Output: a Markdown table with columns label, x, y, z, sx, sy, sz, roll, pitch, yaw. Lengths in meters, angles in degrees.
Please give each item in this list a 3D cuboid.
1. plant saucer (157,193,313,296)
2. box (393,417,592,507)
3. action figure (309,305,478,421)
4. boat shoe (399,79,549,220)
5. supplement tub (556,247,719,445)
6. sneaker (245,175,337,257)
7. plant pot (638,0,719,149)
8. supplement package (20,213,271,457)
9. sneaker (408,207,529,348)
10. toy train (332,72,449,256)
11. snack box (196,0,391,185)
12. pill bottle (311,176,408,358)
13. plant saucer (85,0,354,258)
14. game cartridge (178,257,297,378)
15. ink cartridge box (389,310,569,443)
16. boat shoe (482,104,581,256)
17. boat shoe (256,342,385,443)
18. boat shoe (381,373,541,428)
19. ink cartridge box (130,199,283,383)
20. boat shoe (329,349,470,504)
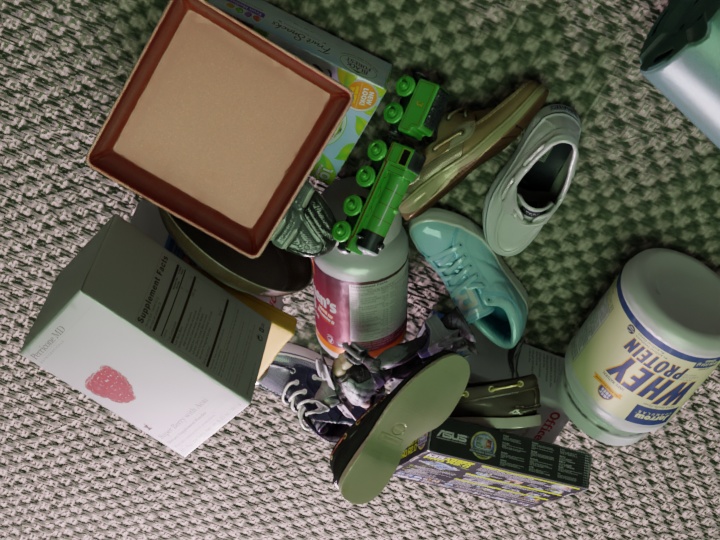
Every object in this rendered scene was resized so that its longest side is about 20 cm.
| label | x | y | z | sx | sy | sz | roll | pitch | yaw |
| --- | --- | --- | --- | --- | --- | --- | --- | --- | --- |
| plant saucer | -0.139 | -0.038 | 1.293 | 0.199 | 0.201 | 0.032 | 31 | 114 | -18 |
| box | 0.146 | 0.227 | 1.420 | 0.199 | 0.045 | 0.160 | 15 | 157 | -12 |
| action figure | 0.032 | 0.109 | 1.354 | 0.199 | 0.070 | 0.130 | -27 | 145 | -1 |
| boat shoe | 0.104 | -0.135 | 1.248 | 0.200 | 0.071 | 0.065 | -39 | 82 | 17 |
| supplement tub | 0.319 | 0.090 | 1.366 | 0.144 | 0.146 | 0.201 | 20 | 132 | -8 |
| sneaker | -0.103 | -0.092 | 1.299 | 0.199 | 0.116 | 0.075 | 36 | 100 | -2 |
| plant pot | 0.371 | -0.180 | 1.093 | 0.196 | 0.201 | 0.200 | 35 | 129 | -11 |
| supplement package | -0.209 | 0.067 | 1.202 | 0.200 | 0.120 | 0.121 | 36 | 127 | -20 |
| sneaker | 0.127 | 0.012 | 1.373 | 0.074 | 0.082 | 0.200 | -32 | 120 | 31 |
| toy train | 0.032 | -0.105 | 1.235 | 0.056 | 0.201 | 0.042 | 25 | -177 | 30 |
| snack box | -0.087 | -0.191 | 1.247 | 0.199 | 0.053 | 0.142 | 25 | 132 | -11 |
| pill bottle | 0.000 | 0.000 | 1.366 | 0.109 | 0.110 | 0.201 | 4 | 132 | 6 |
| plant saucer | -0.138 | -0.144 | 1.197 | 0.199 | 0.037 | 0.201 | 30 | 107 | -11 |
| game cartridge | -0.189 | 0.079 | 1.309 | 0.176 | 0.033 | 0.200 | 28 | 128 | -15 |
| ink cartridge box | 0.149 | 0.154 | 1.496 | 0.199 | 0.084 | 0.146 | 20 | 131 | -8 |
| boat shoe | 0.178 | -0.081 | 1.288 | 0.073 | 0.066 | 0.201 | 10 | 133 | -5 |
| boat shoe | -0.069 | 0.156 | 1.531 | 0.198 | 0.093 | 0.075 | 13 | 133 | -2 |
| boat shoe | 0.112 | 0.148 | 1.401 | 0.199 | 0.072 | 0.060 | -1 | 90 | 27 |
| ink cartridge box | -0.183 | 0.024 | 1.386 | 0.083 | 0.146 | 0.200 | -19 | 126 | 25 |
| boat shoe | 0.038 | 0.160 | 1.320 | 0.073 | 0.063 | 0.202 | 33 | 101 | -31 |
